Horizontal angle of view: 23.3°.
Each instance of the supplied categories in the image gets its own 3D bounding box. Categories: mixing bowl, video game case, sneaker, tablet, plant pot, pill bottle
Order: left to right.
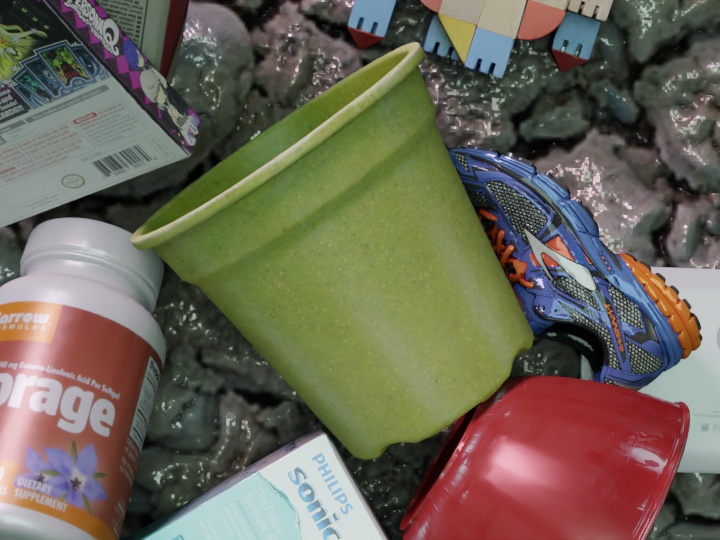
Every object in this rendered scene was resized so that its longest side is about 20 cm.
[{"bbox_3d":[-0.220,-0.103,0.978,0.200,0.036,0.181,-18,131,31],"label":"video game case"},{"bbox_3d":[-0.176,0.075,1.007,0.112,0.112,0.201,13,61,-4],"label":"pill bottle"},{"bbox_3d":[0.000,0.000,1.015,0.200,0.200,0.184,-35,99,-4],"label":"plant pot"},{"bbox_3d":[0.093,0.136,1.009,0.108,0.200,0.200,31,87,0],"label":"mixing bowl"},{"bbox_3d":[0.114,0.000,1.064,0.200,0.075,0.078,42,79,6],"label":"sneaker"},{"bbox_3d":[0.238,0.064,1.111,0.199,0.014,0.131,2,89,-4],"label":"tablet"}]

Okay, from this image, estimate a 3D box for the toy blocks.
[{"bbox_3d":[0.080,-0.183,1.074,0.199,0.100,0.137,17,100,-3],"label":"toy blocks"}]

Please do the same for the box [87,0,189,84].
[{"bbox_3d":[-0.159,-0.181,0.986,0.127,0.200,0.109,14,50,-4],"label":"box"}]

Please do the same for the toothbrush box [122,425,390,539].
[{"bbox_3d":[-0.071,0.205,1.052,0.200,0.085,0.147,-31,91,-3],"label":"toothbrush box"}]
